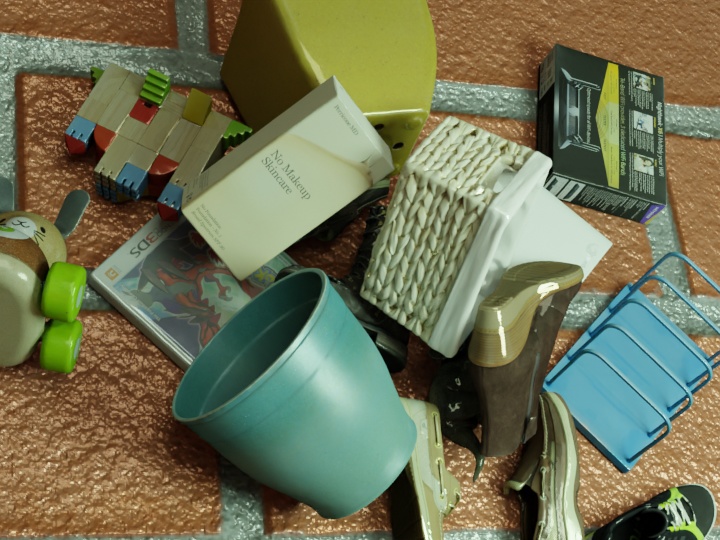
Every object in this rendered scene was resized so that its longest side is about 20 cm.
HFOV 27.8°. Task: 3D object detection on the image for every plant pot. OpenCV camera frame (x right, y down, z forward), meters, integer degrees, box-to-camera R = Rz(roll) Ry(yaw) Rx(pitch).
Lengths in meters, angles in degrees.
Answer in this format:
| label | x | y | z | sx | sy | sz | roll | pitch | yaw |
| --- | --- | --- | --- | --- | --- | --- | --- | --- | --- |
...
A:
| label | x | y | z | sx | sy | sz | roll | pitch | yaw |
| --- | --- | --- | --- | --- | --- | --- | --- | --- | --- |
| plant pot | -0.049 | 0.134 | 1.431 | 0.188 | 0.200 | 0.200 | 47 | 54 | -18 |
| plant pot | -0.020 | -0.210 | 1.610 | 0.193 | 0.196 | 0.201 | -8 | 58 | -24 |

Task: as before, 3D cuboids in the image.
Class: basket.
| label | x | y | z | sx | sy | sz | roll | pitch | yaw |
| --- | --- | --- | --- | --- | --- | --- | --- | --- | --- |
| basket | 0.093 | -0.038 | 1.493 | 0.123 | 0.201 | 0.136 | 28 | 40 | 12 |

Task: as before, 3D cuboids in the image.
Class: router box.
| label | x | y | z | sx | sy | sz | roll | pitch | yaw |
| --- | --- | --- | --- | --- | --- | --- | --- | --- | --- |
| router box | 0.300 | -0.171 | 1.817 | 0.156 | 0.052 | 0.201 | 15 | 59 | -14 |

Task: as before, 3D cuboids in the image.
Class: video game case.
| label | x | y | z | sx | sy | sz | roll | pitch | yaw |
| --- | --- | --- | --- | --- | --- | --- | --- | --- | --- |
| video game case | -0.158 | 0.019 | 1.552 | 0.200 | 0.023 | 0.182 | 42 | 57 | 3 |

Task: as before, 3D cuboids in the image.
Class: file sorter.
| label | x | y | z | sx | sy | sz | roll | pitch | yaw |
| --- | --- | --- | --- | --- | --- | --- | --- | --- | --- |
| file sorter | 0.326 | 0.097 | 1.642 | 0.139 | 0.123 | 0.200 | 44 | 56 | 5 |

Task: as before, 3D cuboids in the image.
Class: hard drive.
| label | x | y | z | sx | sy | sz | roll | pitch | yaw |
| --- | --- | --- | --- | --- | --- | --- | --- | --- | --- |
| hard drive | 0.162 | -0.043 | 1.618 | 0.200 | 0.026 | 0.132 | 39 | 76 | 6 |

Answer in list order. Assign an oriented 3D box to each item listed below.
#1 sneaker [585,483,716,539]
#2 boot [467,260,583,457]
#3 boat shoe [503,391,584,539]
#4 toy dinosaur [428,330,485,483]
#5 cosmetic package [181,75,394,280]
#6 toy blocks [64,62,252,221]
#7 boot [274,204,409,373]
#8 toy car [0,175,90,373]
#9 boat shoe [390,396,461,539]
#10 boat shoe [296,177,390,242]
| label | x | y | z | sx | sy | sz | roll | pitch | yaw |
| --- | --- | --- | --- | --- | --- | --- | --- | --- | --- |
| sneaker | 0.320 | 0.281 | 1.563 | 0.199 | 0.083 | 0.072 | -22 | 73 | -30 |
| boot | 0.174 | 0.088 | 1.536 | 0.072 | 0.168 | 0.200 | 11 | 24 | 34 |
| boat shoe | 0.190 | 0.224 | 1.550 | 0.074 | 0.075 | 0.204 | 3 | 62 | -14 |
| toy dinosaur | 0.114 | 0.136 | 1.579 | 0.101 | 0.077 | 0.201 | 8 | 69 | 0 |
| cosmetic package | -0.075 | -0.093 | 1.486 | 0.104 | 0.199 | 0.073 | 50 | 13 | -20 |
| toy blocks | -0.235 | -0.130 | 1.568 | 0.199 | 0.100 | 0.137 | 26 | 65 | 6 |
| boot | 0.000 | 0.000 | 1.587 | 0.200 | 0.069 | 0.175 | 38 | 51 | -30 |
| toy car | -0.339 | -0.021 | 1.438 | 0.163 | 0.158 | 0.201 | 13 | 47 | -3 |
| boat shoe | 0.069 | 0.224 | 1.500 | 0.066 | 0.074 | 0.201 | 1 | 67 | -24 |
| boat shoe | -0.045 | -0.065 | 1.620 | 0.200 | 0.071 | 0.067 | -17 | 108 | -44 |
